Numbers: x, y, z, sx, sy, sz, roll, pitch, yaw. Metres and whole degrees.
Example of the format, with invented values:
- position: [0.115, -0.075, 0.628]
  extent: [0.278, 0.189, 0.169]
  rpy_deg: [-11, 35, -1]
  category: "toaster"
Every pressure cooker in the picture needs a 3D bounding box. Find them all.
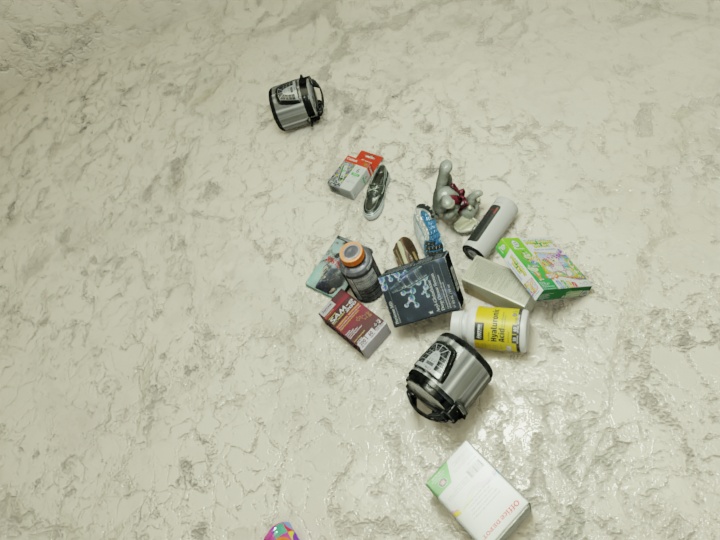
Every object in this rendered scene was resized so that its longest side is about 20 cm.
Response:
- position: [0.213, 0.282, 1.467]
  extent: [0.178, 0.176, 0.200]
  rpy_deg: [41, 77, 10]
  category: "pressure cooker"
- position: [-0.236, -0.645, 2.249]
  extent: [0.197, 0.178, 0.180]
  rpy_deg: [-14, 30, 10]
  category: "pressure cooker"

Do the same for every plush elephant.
- position: [0.303, -0.209, 1.788]
  extent: [0.152, 0.201, 0.167]
  rpy_deg: [5, 58, -5]
  category: "plush elephant"

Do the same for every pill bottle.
- position: [0.000, 0.000, 1.722]
  extent: [0.104, 0.201, 0.108]
  rpy_deg: [-9, 54, 13]
  category: "pill bottle"
- position: [0.343, 0.152, 1.553]
  extent: [0.197, 0.112, 0.113]
  rpy_deg: [3, 59, 22]
  category: "pill bottle"

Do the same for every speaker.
- position: [0.387, -0.122, 1.738]
  extent: [0.081, 0.082, 0.201]
  rpy_deg: [27, 70, 32]
  category: "speaker"

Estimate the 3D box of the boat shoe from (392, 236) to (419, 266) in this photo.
- position: [0.151, 0.002, 1.759]
  extent: [0.075, 0.074, 0.205]
  rpy_deg: [-42, 54, 39]
  category: "boat shoe"

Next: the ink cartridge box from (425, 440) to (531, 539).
- position: [0.272, 0.523, 1.351]
  extent: [0.145, 0.088, 0.200]
  rpy_deg: [-42, 52, -10]
  category: "ink cartridge box"

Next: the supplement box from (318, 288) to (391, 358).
- position: [-0.018, 0.152, 1.716]
  extent: [0.199, 0.061, 0.109]
  rpy_deg: [35, 75, 35]
  category: "supplement box"

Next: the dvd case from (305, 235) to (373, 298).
- position: [-0.068, -0.009, 1.865]
  extent: [0.145, 0.022, 0.201]
  rpy_deg: [23, 68, 31]
  category: "dvd case"

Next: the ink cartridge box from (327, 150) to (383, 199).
- position: [-0.017, -0.351, 2.051]
  extent: [0.108, 0.051, 0.201]
  rpy_deg: [24, 69, 31]
  category: "ink cartridge box"

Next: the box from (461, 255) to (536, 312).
- position: [0.390, 0.046, 1.626]
  extent: [0.198, 0.078, 0.095]
  rpy_deg: [27, 69, 32]
  category: "box"

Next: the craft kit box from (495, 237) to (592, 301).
- position: [0.493, -0.009, 1.578]
  extent: [0.197, 0.049, 0.198]
  rpy_deg: [-3, 43, -32]
  category: "craft kit box"

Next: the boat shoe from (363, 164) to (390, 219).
- position: [0.047, -0.267, 1.960]
  extent: [0.071, 0.071, 0.203]
  rpy_deg: [3, 60, 21]
  category: "boat shoe"

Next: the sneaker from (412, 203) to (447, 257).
- position: [0.207, -0.098, 1.799]
  extent: [0.074, 0.087, 0.203]
  rpy_deg: [-10, 74, -15]
  category: "sneaker"

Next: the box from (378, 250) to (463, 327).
- position: [0.170, 0.051, 1.630]
  extent: [0.197, 0.107, 0.151]
  rpy_deg: [-18, 96, 17]
  category: "box"

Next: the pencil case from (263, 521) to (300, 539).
- position: [-0.154, 0.701, 1.394]
  extent: [0.088, 0.089, 0.200]
  rpy_deg: [-39, 56, -9]
  category: "pencil case"
